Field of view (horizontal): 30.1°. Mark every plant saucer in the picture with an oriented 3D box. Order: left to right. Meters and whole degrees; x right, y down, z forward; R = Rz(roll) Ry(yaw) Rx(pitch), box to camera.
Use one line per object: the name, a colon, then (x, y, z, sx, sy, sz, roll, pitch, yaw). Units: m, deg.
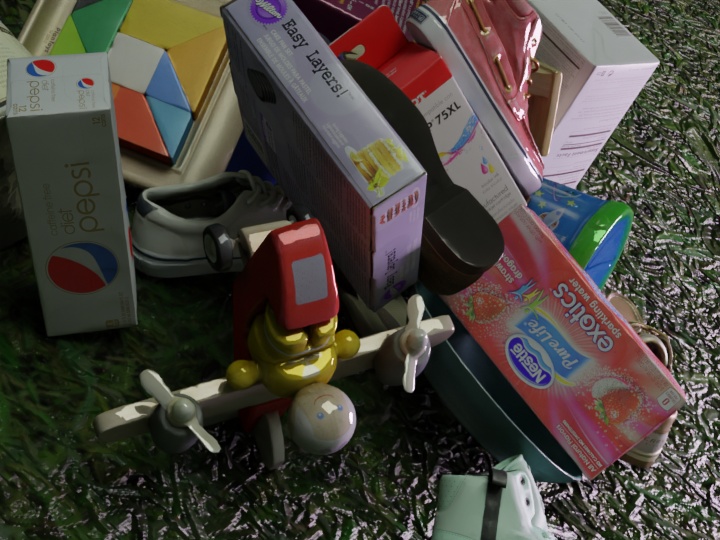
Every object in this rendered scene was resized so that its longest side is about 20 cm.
plant saucer: (0.095, 0.094, 1.041, 0.200, 0.036, 0.200, 48, 10, -11)

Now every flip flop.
flip flop: (0.000, 0.000, 1.123, 0.081, 0.058, 0.201, -8, 51, -41)

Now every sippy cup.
sippy cup: (0.160, -0.027, 1.222, 0.130, 0.140, 0.178, 32, -8, 20)

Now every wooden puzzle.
wooden puzzle: (-0.185, -0.167, 1.106, 0.198, 0.037, 0.186, 22, 73, -1)

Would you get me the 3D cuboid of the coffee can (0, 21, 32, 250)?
coffee can: (-0.311, -0.130, 0.977, 0.200, 0.147, 0.146, 45, 38, 19)

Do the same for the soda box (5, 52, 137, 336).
soda box: (-0.194, -0.047, 0.911, 0.067, 0.201, 0.064, -6, 45, -8)

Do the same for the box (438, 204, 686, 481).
box: (0.159, 0.056, 1.073, 0.201, 0.102, 0.095, 52, 10, 9)

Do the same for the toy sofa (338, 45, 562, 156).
toy sofa: (0.074, -0.152, 1.207, 0.198, 0.084, 0.098, -5, 24, -27)

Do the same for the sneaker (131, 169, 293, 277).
sneaker: (-0.084, -0.042, 1.060, 0.198, 0.071, 0.073, -11, 47, -24)

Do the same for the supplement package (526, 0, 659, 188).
supplement package: (0.179, -0.160, 1.322, 0.109, 0.201, 0.114, -11, 53, -43)

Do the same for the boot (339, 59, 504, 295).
boot: (0.026, -0.068, 1.023, 0.073, 0.076, 0.201, -26, 77, -33)

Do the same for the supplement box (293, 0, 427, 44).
supplement box: (-0.018, -0.217, 1.311, 0.199, 0.131, 0.104, 24, 37, -8)

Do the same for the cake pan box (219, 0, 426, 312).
cake pan box: (-0.025, -0.081, 0.961, 0.052, 0.200, 0.185, -31, 70, -11)

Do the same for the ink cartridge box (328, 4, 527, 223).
ink cartridge box: (0.038, -0.103, 1.106, 0.201, 0.116, 0.067, 55, -6, -28)

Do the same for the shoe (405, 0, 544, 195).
shoe: (0.124, -0.161, 1.128, 0.201, 0.091, 0.071, 54, -4, -29)

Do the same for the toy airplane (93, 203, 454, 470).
toy airplane: (-0.050, 0.072, 0.887, 0.199, 0.200, 0.142, 33, 18, -51)

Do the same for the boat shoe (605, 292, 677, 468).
boat shoe: (0.248, 0.084, 1.194, 0.073, 0.067, 0.201, 19, 37, -16)

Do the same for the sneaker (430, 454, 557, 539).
sneaker: (0.140, 0.192, 0.941, 0.199, 0.074, 0.119, 10, 76, -24)

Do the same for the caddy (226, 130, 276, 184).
caddy: (-0.117, -0.171, 1.201, 0.199, 0.105, 0.142, 28, 36, -4)
